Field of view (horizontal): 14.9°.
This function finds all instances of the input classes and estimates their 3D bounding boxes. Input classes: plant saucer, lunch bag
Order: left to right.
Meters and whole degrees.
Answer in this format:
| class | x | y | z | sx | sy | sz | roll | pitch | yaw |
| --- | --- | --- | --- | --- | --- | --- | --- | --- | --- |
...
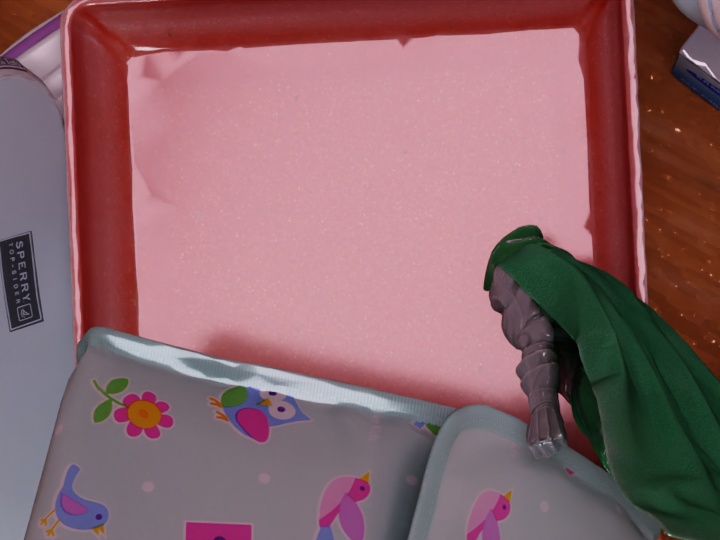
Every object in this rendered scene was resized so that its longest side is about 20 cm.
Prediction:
| class | x | y | z | sx | sy | sz | roll | pitch | yaw |
| --- | --- | --- | --- | --- | --- | --- | --- | --- | --- |
| lunch bag | -0.010 | 0.126 | 0.854 | 0.199 | 0.122 | 0.171 | 13 | 56 | 1 |
| plant saucer | 0.000 | 0.000 | 0.955 | 0.199 | 0.037 | 0.201 | -3 | 89 | 7 |

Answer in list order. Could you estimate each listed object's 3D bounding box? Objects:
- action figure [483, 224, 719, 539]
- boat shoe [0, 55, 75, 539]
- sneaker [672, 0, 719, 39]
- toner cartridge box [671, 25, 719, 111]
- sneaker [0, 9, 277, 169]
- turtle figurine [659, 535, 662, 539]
| class | x | y | z | sx | sy | sz | roll | pitch | yaw |
| --- | --- | --- | --- | --- | --- | --- | --- | --- | --- |
| action figure | 0.087 | 0.045 | 0.851 | 0.118 | 0.200 | 0.055 | 26 | 109 | -35 |
| boat shoe | -0.134 | 0.015 | 0.994 | 0.068 | 0.057 | 0.201 | -11 | 114 | -30 |
| sneaker | 0.099 | -0.137 | 0.945 | 0.130 | 0.200 | 0.080 | 4 | 121 | 18 |
| toner cartridge box | 0.214 | -0.127 | 1.025 | 0.095 | 0.043 | 0.200 | 37 | 86 | 6 |
| sneaker | -0.043 | -0.080 | 1.019 | 0.200 | 0.075 | 0.100 | -32 | 91 | 6 |
| turtle figurine | 0.050 | 0.083 | 0.996 | 0.161 | 0.064 | 0.200 | 28 | 87 | 11 |
